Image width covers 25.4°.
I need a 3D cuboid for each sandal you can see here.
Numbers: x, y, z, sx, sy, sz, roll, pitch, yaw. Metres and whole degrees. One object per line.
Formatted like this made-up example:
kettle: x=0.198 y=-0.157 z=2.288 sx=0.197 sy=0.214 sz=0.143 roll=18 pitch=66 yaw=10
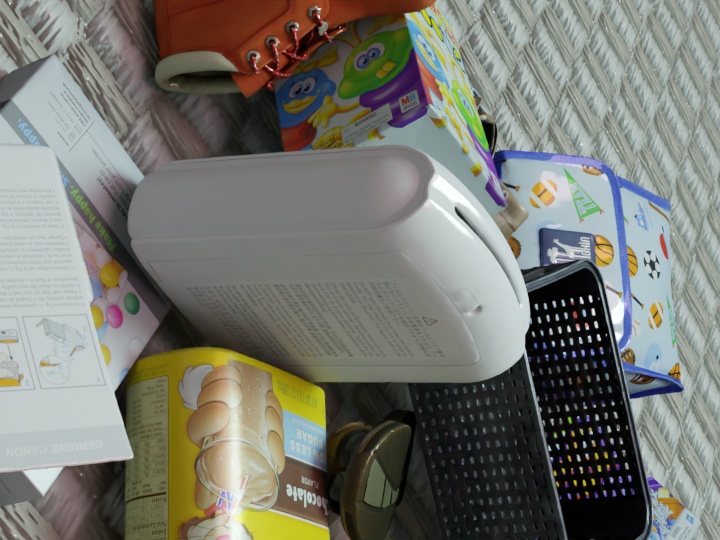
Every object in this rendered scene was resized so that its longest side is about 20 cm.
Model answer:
sandal: x=0.002 y=0.123 z=1.023 sx=0.200 sy=0.054 sz=0.082 roll=-38 pitch=140 yaw=-81

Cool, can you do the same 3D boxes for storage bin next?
storage bin: x=0.113 y=0.104 z=1.069 sx=0.135 sy=0.094 sz=0.201 roll=-19 pitch=97 yaw=-56

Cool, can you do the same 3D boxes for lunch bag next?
lunch bag: x=0.167 y=0.007 z=1.265 sx=0.200 sy=0.124 sz=0.171 roll=20 pitch=62 yaw=-46

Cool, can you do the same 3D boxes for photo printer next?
photo printer: x=-0.009 y=0.000 z=0.904 sx=0.166 sy=0.199 sz=0.070 roll=54 pitch=43 yaw=-46

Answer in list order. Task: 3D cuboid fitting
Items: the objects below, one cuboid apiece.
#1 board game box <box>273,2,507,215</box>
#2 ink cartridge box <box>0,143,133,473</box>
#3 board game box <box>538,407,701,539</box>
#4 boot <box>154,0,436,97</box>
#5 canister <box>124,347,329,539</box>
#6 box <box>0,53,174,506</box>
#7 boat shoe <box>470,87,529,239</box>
board game box: x=0.012 y=-0.113 z=1.051 sx=0.105 sy=0.103 sz=0.200 roll=48 pitch=21 yaw=-40
ink cartridge box: x=-0.217 y=0.022 z=0.731 sx=0.199 sy=0.044 sz=0.174 roll=-1 pitch=63 yaw=-38
board game box: x=0.163 y=0.204 z=1.203 sx=0.134 sy=0.045 sz=0.200 roll=43 pitch=37 yaw=7
boot: x=-0.038 y=-0.157 z=0.996 sx=0.075 sy=0.199 sz=0.108 roll=45 pitch=47 yaw=-61
canister: x=-0.074 y=0.157 z=0.910 sx=0.148 sy=0.086 sz=0.201 roll=29 pitch=54 yaw=-55
box: x=-0.182 y=0.001 z=0.868 sx=0.156 sy=0.041 sz=0.200 roll=56 pitch=41 yaw=-24
boat shoe: x=0.064 y=-0.094 z=1.158 sx=0.200 sy=0.072 sz=0.072 roll=66 pitch=10 yaw=28
